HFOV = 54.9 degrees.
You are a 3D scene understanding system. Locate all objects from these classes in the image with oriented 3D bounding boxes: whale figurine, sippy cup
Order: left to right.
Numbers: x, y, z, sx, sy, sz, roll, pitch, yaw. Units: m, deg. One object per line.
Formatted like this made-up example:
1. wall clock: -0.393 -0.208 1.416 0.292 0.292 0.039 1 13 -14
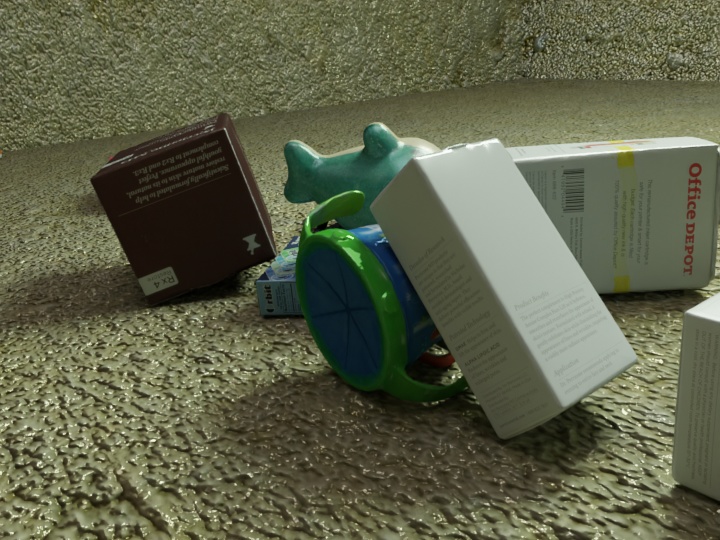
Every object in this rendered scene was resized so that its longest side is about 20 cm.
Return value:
1. whale figurine: 0.006 -0.075 0.728 0.199 0.160 0.104 15 42 8
2. sippy cup: 0.033 0.014 0.587 0.130 0.179 0.139 -21 9 -28

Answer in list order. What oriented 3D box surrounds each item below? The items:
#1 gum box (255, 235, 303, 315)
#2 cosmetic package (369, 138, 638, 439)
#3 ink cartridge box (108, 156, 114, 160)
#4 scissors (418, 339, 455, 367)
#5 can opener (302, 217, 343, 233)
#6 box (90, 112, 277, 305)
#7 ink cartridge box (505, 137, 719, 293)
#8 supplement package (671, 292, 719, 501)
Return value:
1. gum box: 0.000 0.000 0.799 0.198 0.045 0.170 -1 20 9
2. cosmetic package: 0.102 0.008 0.512 0.101 0.201 0.074 -17 -19 -38
3. ink cartridge box: -0.418 -0.184 1.382 0.144 0.084 0.200 -12 20 -18
4. scissors: 0.031 0.027 0.672 0.073 0.014 0.200 -34 46 -25
5. can opener: -0.015 -0.075 0.897 0.078 0.064 0.200 -22 -4 -32
6. box: -0.212 -0.087 0.874 0.165 0.165 0.200 -21 20 -3
7. ink cartridge box: 0.253 -0.057 0.721 0.198 0.146 0.083 -3 17 6
8. supplement package: 0.292 0.083 0.370 0.116 0.118 0.199 -17 22 -34
